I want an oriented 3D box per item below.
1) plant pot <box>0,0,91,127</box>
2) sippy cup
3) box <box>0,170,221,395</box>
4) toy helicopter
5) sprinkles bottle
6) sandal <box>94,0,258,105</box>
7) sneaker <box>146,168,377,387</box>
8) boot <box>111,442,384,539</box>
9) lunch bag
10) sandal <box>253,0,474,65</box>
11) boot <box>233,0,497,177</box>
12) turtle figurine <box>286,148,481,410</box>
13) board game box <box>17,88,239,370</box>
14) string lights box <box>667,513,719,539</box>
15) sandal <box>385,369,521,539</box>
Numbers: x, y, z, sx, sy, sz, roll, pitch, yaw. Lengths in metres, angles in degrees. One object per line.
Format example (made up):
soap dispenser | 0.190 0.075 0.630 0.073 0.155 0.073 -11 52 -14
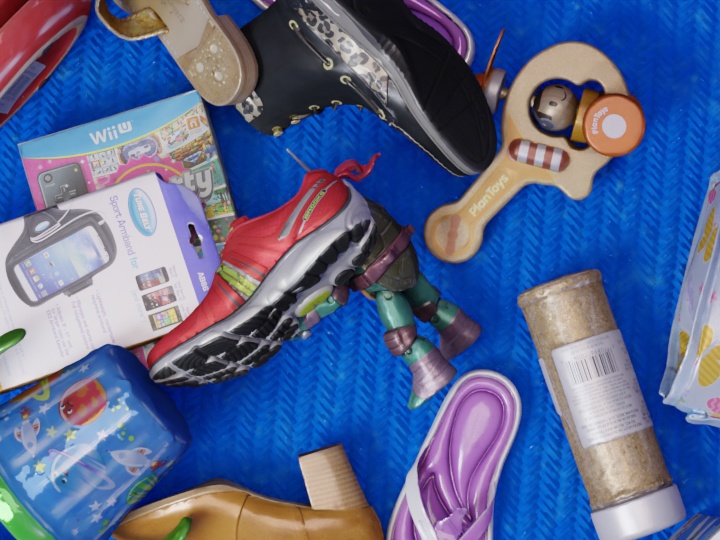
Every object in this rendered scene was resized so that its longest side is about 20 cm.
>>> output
plant pot | -0.310 -0.201 1.667 0.182 0.200 0.200 40 88 -2
sippy cup | -0.197 0.126 1.611 0.130 0.178 0.140 -38 49 5
box | -0.202 0.007 1.660 0.200 0.041 0.119 -18 86 0
toy helicopter | 0.115 -0.092 1.701 0.132 0.079 0.200 42 101 -1
sprinkles bottle | 0.180 0.102 1.682 0.068 0.068 0.200 -19 84 1
sandal | -0.164 -0.203 1.685 0.212 0.070 0.078 48 124 23
sneaker | -0.077 0.006 1.610 0.200 0.077 0.085 -40 62 8
boot | -0.080 0.223 1.683 0.201 0.071 0.144 -16 89 4
lunch bag | 0.319 0.030 1.656 0.169 0.127 0.200 14 76 1
sandal | -0.003 -0.211 1.717 0.202 0.050 0.083 26 87 5
boot | -0.006 -0.133 1.687 0.204 0.154 0.073 49 45 -11
turtle figurine | 0.000 0.000 1.662 0.200 0.101 0.150 48 53 -8
board game box | -0.161 -0.019 1.710 0.147 0.064 0.200 -17 84 1
string lights box | 0.235 0.229 1.603 0.103 0.200 0.059 -43 85 -2
sandal | 0.067 0.171 1.690 0.082 0.050 0.203 12 86 4
